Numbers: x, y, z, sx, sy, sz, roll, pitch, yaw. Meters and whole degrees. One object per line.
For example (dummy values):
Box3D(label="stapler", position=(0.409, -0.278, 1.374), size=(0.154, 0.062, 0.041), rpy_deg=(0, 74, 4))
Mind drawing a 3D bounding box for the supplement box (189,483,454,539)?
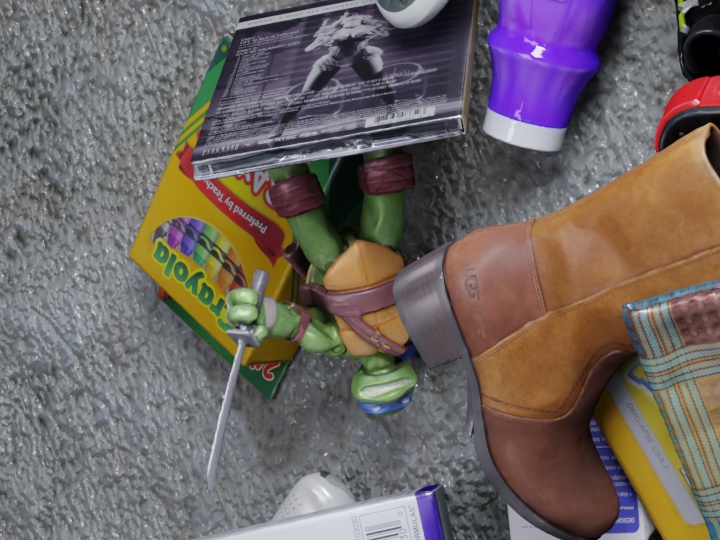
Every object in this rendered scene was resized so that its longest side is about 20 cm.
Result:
Box3D(label="supplement box", position=(-0.040, 0.195, 1.339), size=(0.198, 0.103, 0.102), rpy_deg=(-12, 86, 4))

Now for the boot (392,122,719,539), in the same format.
Box3D(label="boot", position=(0.143, 0.038, 1.162), size=(0.199, 0.068, 0.189), rpy_deg=(-23, 102, 30))

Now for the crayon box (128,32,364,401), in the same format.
Box3D(label="crayon box", position=(-0.070, -0.031, 1.448), size=(0.127, 0.051, 0.201), rpy_deg=(40, 117, 32))

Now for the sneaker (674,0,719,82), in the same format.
Box3D(label="sneaker", position=(0.197, -0.135, 1.195), size=(0.072, 0.083, 0.201), rpy_deg=(-36, 70, 35))

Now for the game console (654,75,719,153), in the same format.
Box3D(label="game console", position=(0.250, -0.016, 1.137), size=(0.199, 0.031, 0.178), rpy_deg=(1, 123, 33))

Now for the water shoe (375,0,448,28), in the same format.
Box3D(label="water shoe", position=(0.068, -0.218, 1.271), size=(0.071, 0.079, 0.201), rpy_deg=(2, 70, 47))

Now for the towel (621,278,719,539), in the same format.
Box3D(label="towel", position=(0.227, 0.083, 1.124), size=(0.146, 0.022, 0.201), rpy_deg=(-16, 117, 20))

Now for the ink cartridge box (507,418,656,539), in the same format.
Box3D(label="ink cartridge box", position=(0.124, 0.084, 1.299), size=(0.094, 0.037, 0.202), rpy_deg=(-7, 85, 40))

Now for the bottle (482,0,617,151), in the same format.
Box3D(label="bottle", position=(0.113, -0.168, 1.265), size=(0.065, 0.084, 0.202), rpy_deg=(16, 105, 8))

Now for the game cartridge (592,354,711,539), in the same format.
Box3D(label="game cartridge", position=(0.189, 0.053, 1.183), size=(0.176, 0.032, 0.201), rpy_deg=(-20, 110, 40))

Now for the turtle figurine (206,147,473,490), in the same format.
Box3D(label="turtle figurine", position=(0.000, 0.000, 1.290), size=(0.143, 0.200, 0.196), rpy_deg=(-7, 101, 28))

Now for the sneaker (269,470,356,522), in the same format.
Box3D(label="sneaker", position=(-0.057, 0.216, 1.425), size=(0.074, 0.087, 0.201), rpy_deg=(35, 112, 36))

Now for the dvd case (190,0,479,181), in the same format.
Box3D(label="dvd case", position=(-0.009, -0.110, 1.280), size=(0.147, 0.200, 0.016), rpy_deg=(-10, 118, 11))
